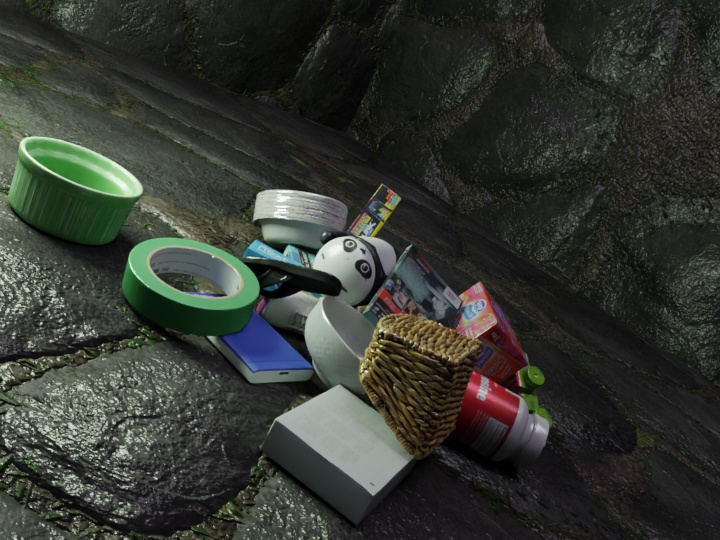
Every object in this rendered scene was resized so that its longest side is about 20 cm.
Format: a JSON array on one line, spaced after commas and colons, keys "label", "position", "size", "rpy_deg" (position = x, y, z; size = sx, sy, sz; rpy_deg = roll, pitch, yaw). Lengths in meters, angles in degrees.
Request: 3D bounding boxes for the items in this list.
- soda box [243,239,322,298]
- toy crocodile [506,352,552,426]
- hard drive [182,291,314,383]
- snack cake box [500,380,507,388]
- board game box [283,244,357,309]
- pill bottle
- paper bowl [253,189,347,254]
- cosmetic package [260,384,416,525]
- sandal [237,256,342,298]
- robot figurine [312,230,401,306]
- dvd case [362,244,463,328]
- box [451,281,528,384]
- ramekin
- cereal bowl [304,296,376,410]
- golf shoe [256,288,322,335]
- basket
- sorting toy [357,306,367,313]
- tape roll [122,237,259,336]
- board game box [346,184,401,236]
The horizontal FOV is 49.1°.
[{"label": "soda box", "position": [-0.127, 0.023, 1.458], "size": [0.199, 0.065, 0.068], "rpy_deg": [28, 15, -1]}, {"label": "toy crocodile", "position": [0.292, 0.235, 1.410], "size": [0.061, 0.068, 0.202], "rpy_deg": [14, 54, -27]}, {"label": "hard drive", "position": [-0.176, 0.099, 1.196], "size": [0.200, 0.026, 0.131], "rpy_deg": [39, 18, 33]}, {"label": "snack cake box", "position": [0.204, 0.197, 1.478], "size": [0.199, 0.068, 0.115], "rpy_deg": [10, 23, -49]}, {"label": "board game box", "position": [-0.061, 0.028, 1.592], "size": [0.198, 0.047, 0.151], "rpy_deg": [24, 16, -18]}, {"label": "pill bottle", "position": [0.195, 0.232, 1.261], "size": [0.199, 0.113, 0.112], "rpy_deg": [28, 15, -1]}, {"label": "paper bowl", "position": [-0.130, -0.098, 1.680], "size": [0.198, 0.106, 0.201], "rpy_deg": [9, -8, 1]}, {"label": "cosmetic package", "position": [-0.017, 0.228, 1.013], "size": [0.150, 0.052, 0.200], "rpy_deg": [32, 15, 17]}, {"label": "sandal", "position": [-0.126, 0.018, 1.250], "size": [0.199, 0.048, 0.075], "rpy_deg": [9, -23, 27]}, {"label": "robot figurine", "position": [0.002, 0.000, 1.390], "size": [0.149, 0.126, 0.199], "rpy_deg": [9, 6, 30]}, {"label": "dvd case", "position": [0.095, 0.063, 1.341], "size": [0.146, 0.022, 0.200], "rpy_deg": [46, 43, -10]}, {"label": "box", "position": [0.217, 0.114, 1.403], "size": [0.100, 0.095, 0.200], "rpy_deg": [51, 12, -15]}, {"label": "ramekin", "position": [-0.464, -0.125, 1.273], "size": [0.199, 0.098, 0.200], "rpy_deg": [26, 16, -8]}, {"label": "cereal bowl", "position": [-0.013, 0.138, 1.205], "size": [0.200, 0.083, 0.200], "rpy_deg": [43, 13, -13]}, {"label": "golf shoe", "position": [-0.084, 0.082, 1.334], "size": [0.199, 0.076, 0.092], "rpy_deg": [11, 26, -45]}, {"label": "basket", "position": [0.071, 0.154, 1.106], "size": [0.142, 0.150, 0.200], "rpy_deg": [22, 10, 17]}, {"label": "sorting toy", "position": [0.084, 0.105, 1.411], "size": [0.183, 0.037, 0.200], "rpy_deg": [16, 21, -5]}, {"label": "tape roll", "position": [-0.252, 0.021, 1.180], "size": [0.198, 0.049, 0.201], "rpy_deg": [19, 23, -8]}, {"label": "board game box", "position": [0.003, -0.081, 1.687], "size": [0.057, 0.166, 0.200], "rpy_deg": [37, -14, -1]}]
